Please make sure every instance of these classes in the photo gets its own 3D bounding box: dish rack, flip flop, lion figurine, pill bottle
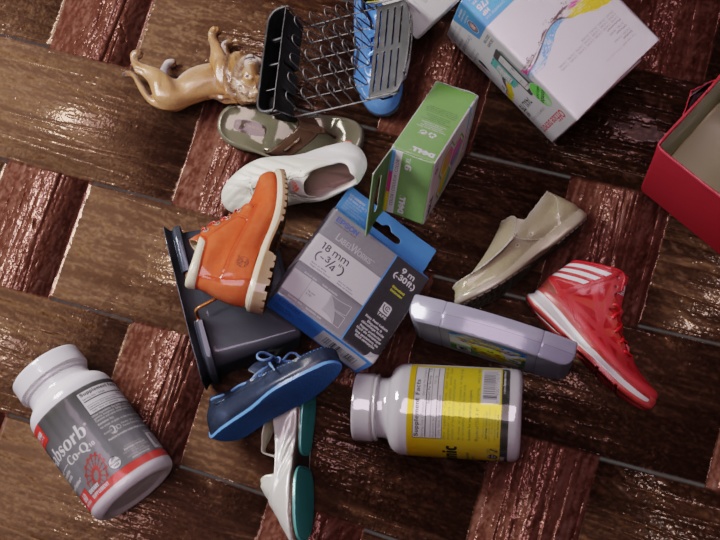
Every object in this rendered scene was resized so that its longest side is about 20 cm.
[{"bbox_3d":[-0.030,-0.270,1.420,0.200,0.055,0.154,-7,68,31],"label":"dish rack"},{"bbox_3d":[-0.094,-0.181,1.482,0.200,0.058,0.081,14,80,10],"label":"flip flop"},{"bbox_3d":[-0.215,-0.250,1.501,0.200,0.072,0.123,-19,65,9],"label":"lion figurine"},{"bbox_3d":[0.092,0.168,1.357,0.200,0.111,0.111,3,78,8],"label":"pill bottle"},{"bbox_3d":[-0.334,0.197,1.401,0.116,0.116,0.200,-40,76,-3],"label":"pill bottle"}]

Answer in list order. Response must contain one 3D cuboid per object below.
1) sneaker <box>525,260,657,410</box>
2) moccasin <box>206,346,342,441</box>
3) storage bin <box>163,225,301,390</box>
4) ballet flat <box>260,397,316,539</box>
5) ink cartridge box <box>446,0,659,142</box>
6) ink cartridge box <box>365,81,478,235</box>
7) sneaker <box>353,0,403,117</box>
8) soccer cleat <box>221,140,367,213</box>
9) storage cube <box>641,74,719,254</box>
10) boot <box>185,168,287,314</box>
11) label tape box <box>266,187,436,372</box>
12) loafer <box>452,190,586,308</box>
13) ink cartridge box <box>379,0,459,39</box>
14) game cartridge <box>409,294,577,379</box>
[{"bbox_3d":[0.306,0.066,1.371,0.116,0.078,0.200,-44,78,-2],"label":"sneaker"},{"bbox_3d":[-0.115,0.135,1.364,0.200,0.080,0.068,-30,58,19],"label":"moccasin"},{"bbox_3d":[-0.156,0.029,1.412,0.134,0.146,0.200,-15,76,-7],"label":"storage bin"},{"bbox_3d":[-0.091,0.237,1.394,0.069,0.069,0.200,-1,72,7],"label":"ballet flat"},{"bbox_3d":[0.233,-0.288,1.400,0.146,0.147,0.200,-44,88,-5],"label":"ink cartridge box"},{"bbox_3d":[0.075,-0.130,1.381,0.059,0.104,0.200,22,48,12],"label":"ink cartridge box"},{"bbox_3d":[0.020,-0.303,1.485,0.066,0.078,0.200,-2,79,5],"label":"sneaker"},{"bbox_3d":[-0.089,-0.112,1.441,0.200,0.078,0.069,-17,120,13],"label":"soccer cleat"},{"bbox_3d":[0.459,-0.128,1.340,0.200,0.180,0.171,41,86,14],"label":"storage cube"},{"bbox_3d":[-0.143,-0.049,1.345,0.107,0.075,0.200,12,54,0],"label":"boot"},{"bbox_3d":[0.000,0.000,1.380,0.144,0.063,0.200,37,66,-6],"label":"label tape box"},{"bbox_3d":[0.188,-0.026,1.410,0.200,0.076,0.068,-36,75,-11],"label":"loafer"},{"bbox_3d":[0.126,-0.397,1.402,0.085,0.200,0.146,44,58,-10],"label":"ink cartridge box"},{"bbox_3d":[0.156,0.081,1.356,0.200,0.133,0.040,16,75,11],"label":"game cartridge"}]
